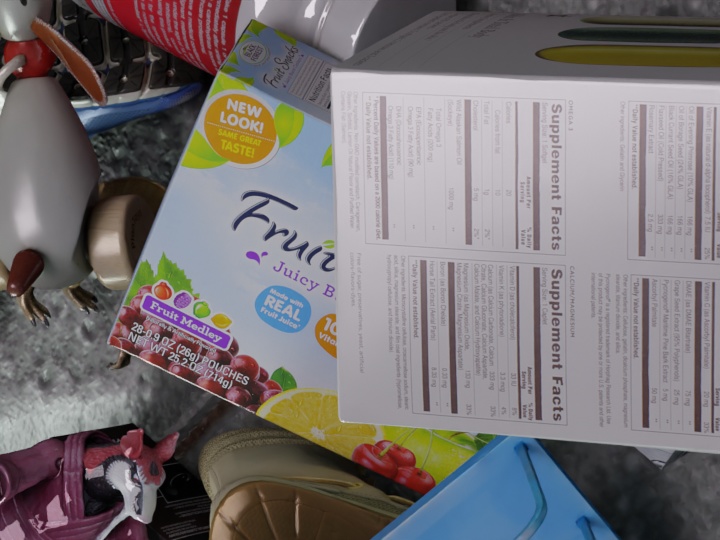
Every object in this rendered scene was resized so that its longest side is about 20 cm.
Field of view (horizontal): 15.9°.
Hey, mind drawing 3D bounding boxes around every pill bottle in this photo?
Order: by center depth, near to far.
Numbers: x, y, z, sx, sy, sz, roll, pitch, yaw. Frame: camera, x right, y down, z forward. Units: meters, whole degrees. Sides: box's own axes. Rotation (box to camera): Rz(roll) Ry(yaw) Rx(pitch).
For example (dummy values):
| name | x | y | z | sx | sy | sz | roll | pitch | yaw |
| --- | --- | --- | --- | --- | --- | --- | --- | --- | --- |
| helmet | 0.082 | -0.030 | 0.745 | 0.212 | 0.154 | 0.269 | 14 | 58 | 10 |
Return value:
| name | x | y | z | sx | sy | sz | roll | pitch | yaw |
| --- | --- | --- | --- | --- | --- | --- | --- | --- | --- |
| pill bottle | -0.053 | -0.150 | 1.304 | 0.199 | 0.112 | 0.113 | 29 | 110 | 30 |

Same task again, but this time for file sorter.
| name | x | y | z | sx | sy | sz | roll | pitch | yaw |
| --- | --- | --- | --- | --- | --- | --- | --- | --- | --- |
| file sorter | 0.086 | 0.198 | 1.157 | 0.139 | 0.123 | 0.200 | -39 | 101 | 6 |

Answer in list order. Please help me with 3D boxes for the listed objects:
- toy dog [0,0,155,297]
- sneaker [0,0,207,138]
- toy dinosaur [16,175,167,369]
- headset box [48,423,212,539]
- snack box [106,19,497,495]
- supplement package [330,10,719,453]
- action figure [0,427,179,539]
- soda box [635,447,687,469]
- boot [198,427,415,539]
| name | x | y | z | sx | sy | sz | roll | pitch | yaw |
| --- | --- | --- | --- | --- | --- | --- | --- | --- | --- |
| toy dog | -0.175 | -0.066 | 1.309 | 0.131 | 0.096 | 0.201 | -26 | 101 | 20 |
| sneaker | -0.173 | -0.094 | 1.424 | 0.198 | 0.089 | 0.079 | -9 | 55 | 20 |
| toy dinosaur | -0.141 | -0.015 | 1.404 | 0.199 | 0.058 | 0.101 | 36 | 117 | -1 |
| headset box | -0.107 | 0.202 | 1.396 | 0.200 | 0.077 | 0.150 | 38 | 115 | 28 |
| snack box | 0.000 | 0.000 | 1.241 | 0.199 | 0.068 | 0.169 | 26 | 122 | -2 |
| supplement package | 0.105 | -0.022 | 1.072 | 0.198 | 0.152 | 0.152 | 3 | 106 | 18 |
| action figure | -0.165 | 0.140 | 1.349 | 0.200 | 0.134 | 0.149 | -40 | 27 | 17 |
| soda box | 0.178 | -0.009 | 1.174 | 0.063 | 0.068 | 0.201 | 39 | 116 | 17 |
| boot | 0.013 | 0.141 | 1.287 | 0.199 | 0.155 | 0.073 | 20 | 95 | -10 |
